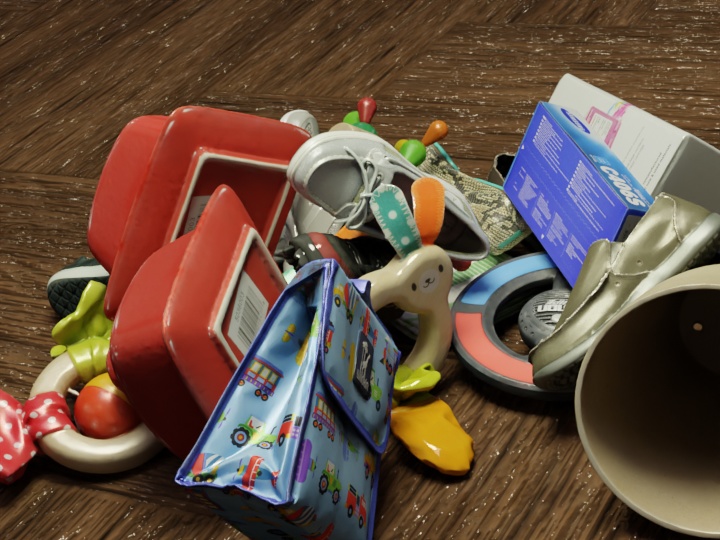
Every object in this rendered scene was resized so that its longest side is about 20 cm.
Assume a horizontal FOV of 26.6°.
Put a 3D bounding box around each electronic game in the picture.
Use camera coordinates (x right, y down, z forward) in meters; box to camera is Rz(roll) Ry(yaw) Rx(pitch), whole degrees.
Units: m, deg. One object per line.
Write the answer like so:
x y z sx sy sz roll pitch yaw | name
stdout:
0.175 0.044 1.308 0.200 0.042 0.200 -5 35 3 | electronic game

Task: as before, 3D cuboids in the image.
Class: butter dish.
-0.138 0.066 1.239 0.148 0.200 0.200 -12 36 22 | butter dish
-0.169 -0.064 1.368 0.148 0.200 0.199 29 14 33 | butter dish

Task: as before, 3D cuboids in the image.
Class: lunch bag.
-0.032 0.096 1.109 0.094 0.151 0.200 7 65 27 | lunch bag

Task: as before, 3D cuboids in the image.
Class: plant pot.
0.272 0.070 1.133 0.187 0.187 0.200 0 17 20 | plant pot

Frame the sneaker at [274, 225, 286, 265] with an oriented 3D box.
-0.067 -0.047 1.517 0.200 0.080 0.070 -15 6 -12 | sneaker

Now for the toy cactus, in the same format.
0.030 -0.095 1.421 0.102 0.165 0.200 -33 59 17 | toy cactus

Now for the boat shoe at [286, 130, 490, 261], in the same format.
0.027 -0.058 1.281 0.074 0.202 0.065 -55 41 12 | boat shoe

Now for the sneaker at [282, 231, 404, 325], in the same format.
0.000 0.000 1.309 0.098 0.200 0.071 -32 67 6 | sneaker

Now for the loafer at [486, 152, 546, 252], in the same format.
0.183 -0.063 1.479 0.073 0.071 0.200 -28 33 -27 | loafer

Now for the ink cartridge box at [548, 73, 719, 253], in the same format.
0.272 -0.098 1.431 0.144 0.085 0.200 23 12 -33 | ink cartridge box

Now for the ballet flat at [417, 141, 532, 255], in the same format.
0.093 -0.070 1.499 0.075 0.068 0.200 -42 38 -5 | ballet flat

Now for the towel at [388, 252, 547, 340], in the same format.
0.069 0.006 1.447 0.152 0.023 0.200 -25 32 -25 | towel

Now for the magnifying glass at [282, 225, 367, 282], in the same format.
-0.049 0.006 1.370 0.200 0.080 0.022 -41 64 8 | magnifying glass

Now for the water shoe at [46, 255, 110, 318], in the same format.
-0.210 0.004 1.499 0.200 0.072 0.079 -1 28 16 | water shoe

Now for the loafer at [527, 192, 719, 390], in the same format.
0.202 0.015 1.216 0.200 0.075 0.070 -42 68 -7 | loafer

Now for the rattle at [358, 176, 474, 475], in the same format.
0.052 0.038 1.216 0.130 0.200 0.143 21 9 -23 | rattle

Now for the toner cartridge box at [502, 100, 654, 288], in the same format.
0.192 -0.061 1.338 0.043 0.095 0.200 10 29 -24 | toner cartridge box

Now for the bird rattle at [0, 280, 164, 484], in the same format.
-0.236 0.109 1.300 0.163 0.113 0.200 21 41 17 | bird rattle

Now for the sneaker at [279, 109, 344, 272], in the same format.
-0.032 -0.059 1.447 0.082 0.200 0.075 -14 -13 23 | sneaker
